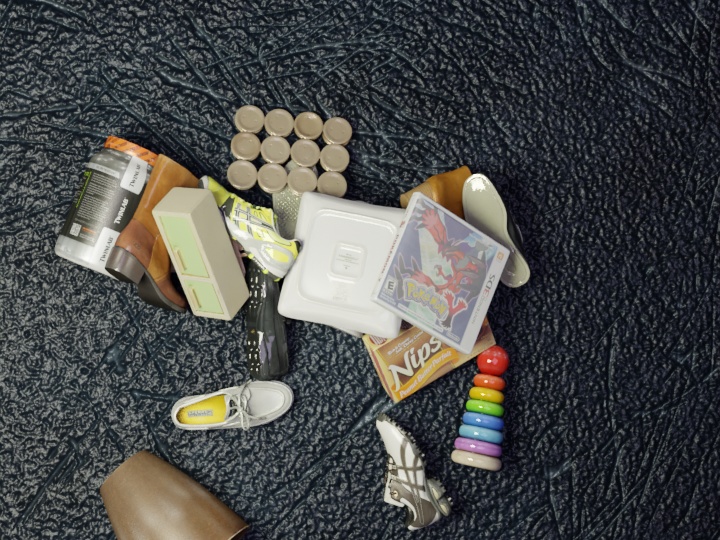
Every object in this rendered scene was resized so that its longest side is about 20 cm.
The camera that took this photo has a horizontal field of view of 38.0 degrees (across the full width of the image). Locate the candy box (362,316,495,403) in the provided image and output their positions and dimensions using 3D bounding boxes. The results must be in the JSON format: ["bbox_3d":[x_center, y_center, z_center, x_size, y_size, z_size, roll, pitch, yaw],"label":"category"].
[{"bbox_3d":[0.113,0.114,1.704,0.198,0.055,0.117,-29,121,-8],"label":"candy box"}]

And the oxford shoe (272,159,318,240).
[{"bbox_3d":[-0.110,-0.088,1.706,0.074,0.058,0.204,6,72,-2],"label":"oxford shoe"}]

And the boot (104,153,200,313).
[{"bbox_3d":[-0.298,-0.051,1.633,0.188,0.068,0.203,42,63,-44],"label":"boot"}]

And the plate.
[{"bbox_3d":[-0.018,-0.012,1.618,0.196,0.032,0.204,11,84,8],"label":"plate"}]

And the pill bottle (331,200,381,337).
[{"bbox_3d":[0.000,0.000,1.687,0.111,0.112,0.203,21,86,-7],"label":"pill bottle"}]

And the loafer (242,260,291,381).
[{"bbox_3d":[-0.148,0.076,1.684,0.070,0.068,0.205,-6,97,-39],"label":"loafer"}]

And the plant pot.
[{"bbox_3d":[-0.304,0.384,1.608,0.187,0.187,0.200,-43,79,-8],"label":"plant pot"}]

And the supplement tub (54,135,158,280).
[{"bbox_3d":[-0.386,-0.098,1.629,0.121,0.122,0.203,22,86,-7],"label":"supplement tub"}]

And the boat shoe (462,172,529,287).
[{"bbox_3d":[0.223,-0.072,1.726,0.071,0.068,0.202,-20,109,23],"label":"boat shoe"}]

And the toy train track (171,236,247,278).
[{"bbox_3d":[-0.250,-0.028,1.695,0.197,0.033,0.117,-17,97,-3],"label":"toy train track"}]

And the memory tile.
[{"bbox_3d":[-0.114,-0.192,1.705,0.196,0.017,0.156,7,68,-7],"label":"memory tile"}]

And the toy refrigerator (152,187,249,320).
[{"bbox_3d":[-0.243,-0.022,1.598,0.070,0.075,0.202,-55,141,-42],"label":"toy refrigerator"}]

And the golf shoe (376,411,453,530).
[{"bbox_3d":[0.067,0.331,1.701,0.094,0.078,0.202,-32,91,-8],"label":"golf shoe"}]

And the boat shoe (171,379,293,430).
[{"bbox_3d":[-0.203,0.216,1.661,0.198,0.086,0.076,-5,88,-8],"label":"boat shoe"}]

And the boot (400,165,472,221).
[{"bbox_3d":[0.155,-0.061,1.736,0.142,0.071,0.205,-20,101,-20],"label":"boot"}]

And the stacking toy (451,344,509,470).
[{"bbox_3d":[0.208,0.223,1.727,0.084,0.085,0.204,12,82,-7],"label":"stacking toy"}]

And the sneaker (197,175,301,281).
[{"bbox_3d":[-0.173,-0.077,1.627,0.076,0.075,0.200,-43,87,-2],"label":"sneaker"}]

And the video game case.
[{"bbox_3d":[0.128,0.006,1.622,0.198,0.023,0.185,29,76,-26],"label":"video game case"}]
